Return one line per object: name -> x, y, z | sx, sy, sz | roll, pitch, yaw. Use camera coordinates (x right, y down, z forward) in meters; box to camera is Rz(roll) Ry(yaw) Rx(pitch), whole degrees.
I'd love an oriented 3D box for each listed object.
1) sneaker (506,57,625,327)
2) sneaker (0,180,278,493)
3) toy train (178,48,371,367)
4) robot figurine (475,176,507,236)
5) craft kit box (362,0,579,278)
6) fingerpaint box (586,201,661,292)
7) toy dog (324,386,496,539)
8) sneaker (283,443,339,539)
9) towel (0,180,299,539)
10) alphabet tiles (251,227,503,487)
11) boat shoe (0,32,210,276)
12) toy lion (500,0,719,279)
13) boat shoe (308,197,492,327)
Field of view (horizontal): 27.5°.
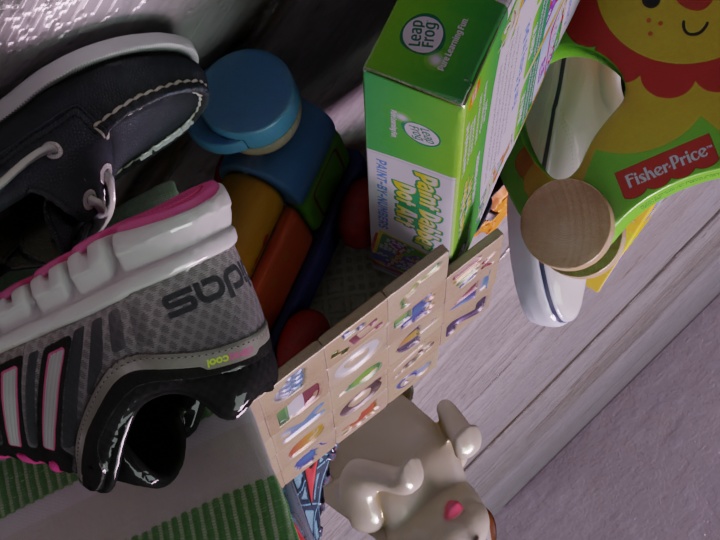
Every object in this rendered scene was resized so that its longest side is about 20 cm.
sneaker -> 0.130, -0.064, 0.825 | 0.073, 0.071, 0.201 | -9, 106, -58
sneaker -> -0.108, 0.049, 0.535 | 0.199, 0.088, 0.074 | -30, 180, 27
toy train -> -0.066, 0.010, 0.640 | 0.201, 0.084, 0.116 | -66, 158, -18
robot figurine -> 0.055, -0.064, 0.874 | 0.145, 0.058, 0.200 | -46, 163, 17
craft kit box -> 0.060, -0.112, 0.630 | 0.200, 0.048, 0.198 | 87, 24, -69
fingerpaint box -> 0.199, -0.103, 1.003 | 0.167, 0.073, 0.200 | -53, 171, -26
toy dog -> 0.021, 0.174, 1.173 | 0.139, 0.200, 0.194 | -25, 158, -43
sneaker -> -0.037, 0.110, 0.831 | 0.095, 0.201, 0.079 | -26, -163, -32
towel -> -0.102, 0.087, 0.582 | 0.152, 0.201, 0.023 | -27, 163, 19
alphabet tiles -> -0.015, 0.058, 0.670 | 0.200, 0.006, 0.167 | -37, 164, -11
boat shoe -> -0.127, -0.024, 0.536 | 0.200, 0.060, 0.076 | -33, 162, -29
toy lion -> 0.153, -0.117, 0.755 | 0.199, 0.193, 0.069 | -24, 168, 14
boat shoe -> 0.000, 0.000, 0.733 | 0.200, 0.075, 0.062 | -47, 157, -17
